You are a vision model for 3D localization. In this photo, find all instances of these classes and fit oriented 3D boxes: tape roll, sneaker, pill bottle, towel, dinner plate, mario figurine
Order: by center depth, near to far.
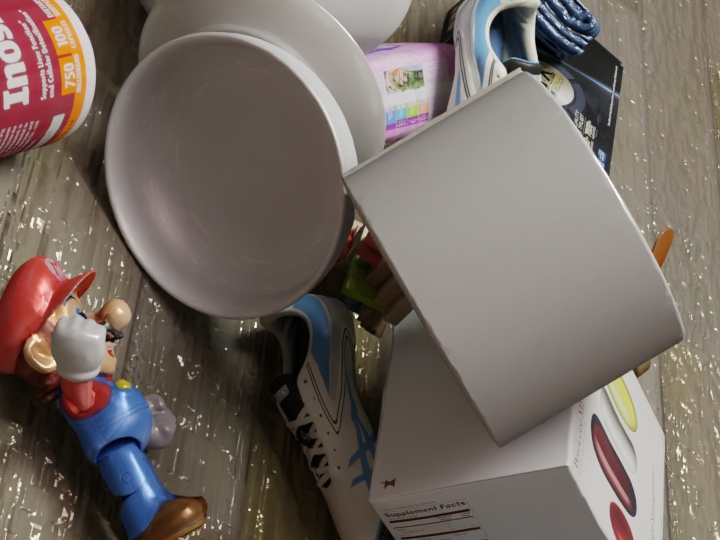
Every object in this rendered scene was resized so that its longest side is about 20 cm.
[{"bbox_3d":[-0.152,0.075,1.106,0.106,0.123,0.200,-31,90,-40],"label":"mario figurine"},{"bbox_3d":[0.095,-0.006,1.114,0.203,0.139,0.203,59,1,-2],"label":"tape roll"},{"bbox_3d":[-0.275,-0.117,1.126,0.200,0.113,0.113,-26,82,-52],"label":"pill bottle"},{"bbox_3d":[-0.027,0.111,1.255,0.072,0.072,0.200,-3,64,-26],"label":"sneaker"},{"bbox_3d":[-0.077,-0.121,1.263,0.200,0.200,0.024,46,44,-10],"label":"dinner plate"},{"bbox_3d":[0.109,-0.127,1.390,0.072,0.072,0.200,2,88,-34],"label":"sneaker"},{"bbox_3d":[0.157,-0.233,1.518,0.112,0.049,0.200,47,11,-1],"label":"towel"}]

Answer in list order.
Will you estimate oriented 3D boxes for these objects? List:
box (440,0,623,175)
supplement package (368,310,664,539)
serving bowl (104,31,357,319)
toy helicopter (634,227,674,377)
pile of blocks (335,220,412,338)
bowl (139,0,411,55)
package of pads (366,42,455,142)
[{"bbox_3d":[0.152,-0.161,1.627,0.164,0.086,0.200,37,41,-19],"label":"box"},{"bbox_3d":[0.121,0.139,1.262,0.191,0.147,0.200,-80,149,-43],"label":"supplement package"},{"bbox_3d":[-0.081,-0.070,1.226,0.200,0.200,0.066,57,33,4],"label":"serving bowl"},{"bbox_3d":[0.222,0.013,1.523,0.079,0.132,0.200,-37,123,-28],"label":"toy helicopter"},{"bbox_3d":[0.000,0.000,1.310,0.062,0.200,0.082,26,84,-10],"label":"pile of blocks"},{"bbox_3d":[-0.072,-0.209,1.355,0.199,0.075,0.200,-2,17,-21],"label":"bowl"},{"bbox_3d":[-0.017,-0.136,1.400,0.200,0.120,0.076,-21,110,-52],"label":"package of pads"}]
